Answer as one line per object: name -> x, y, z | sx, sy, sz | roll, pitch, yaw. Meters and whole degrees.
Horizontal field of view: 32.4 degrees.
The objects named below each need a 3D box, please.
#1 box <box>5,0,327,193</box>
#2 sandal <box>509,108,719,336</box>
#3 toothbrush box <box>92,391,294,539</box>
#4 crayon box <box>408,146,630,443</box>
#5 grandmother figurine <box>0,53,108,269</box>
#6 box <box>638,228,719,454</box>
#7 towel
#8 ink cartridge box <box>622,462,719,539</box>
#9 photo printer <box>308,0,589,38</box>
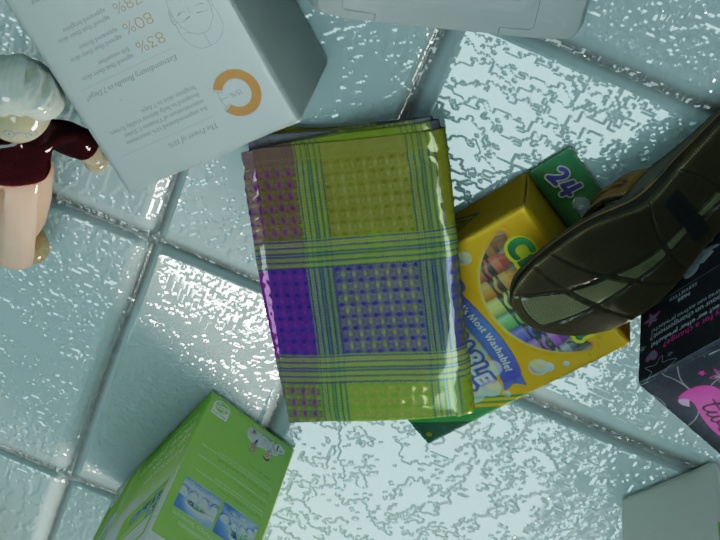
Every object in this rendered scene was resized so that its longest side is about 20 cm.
box -> -0.125, -0.168, 0.734 | 0.124, 0.098, 0.200 | -20, 115, 21
sandal -> 0.175, -0.036, 0.768 | 0.200, 0.055, 0.082 | -44, 119, 3
toothbrush box -> -0.141, 0.209, 0.908 | 0.086, 0.200, 0.146 | 37, 121, -13
crayon box -> 0.090, 0.022, 0.837 | 0.200, 0.052, 0.126 | -31, 111, 25
grandmother figurine -> -0.220, -0.067, 0.792 | 0.121, 0.061, 0.200 | -17, 158, -26
box -> 0.286, 0.065, 0.774 | 0.200, 0.115, 0.132 | 40, 127, -18
towel -> 0.000, 0.000, 0.809 | 0.143, 0.023, 0.200 | -4, 99, 24
ink cartridge box -> 0.275, 0.265, 0.895 | 0.084, 0.146, 0.200 | -29, 111, 25
photo printer -> 0.059, -0.226, 0.654 | 0.166, 0.070, 0.200 | 4, 133, -4
